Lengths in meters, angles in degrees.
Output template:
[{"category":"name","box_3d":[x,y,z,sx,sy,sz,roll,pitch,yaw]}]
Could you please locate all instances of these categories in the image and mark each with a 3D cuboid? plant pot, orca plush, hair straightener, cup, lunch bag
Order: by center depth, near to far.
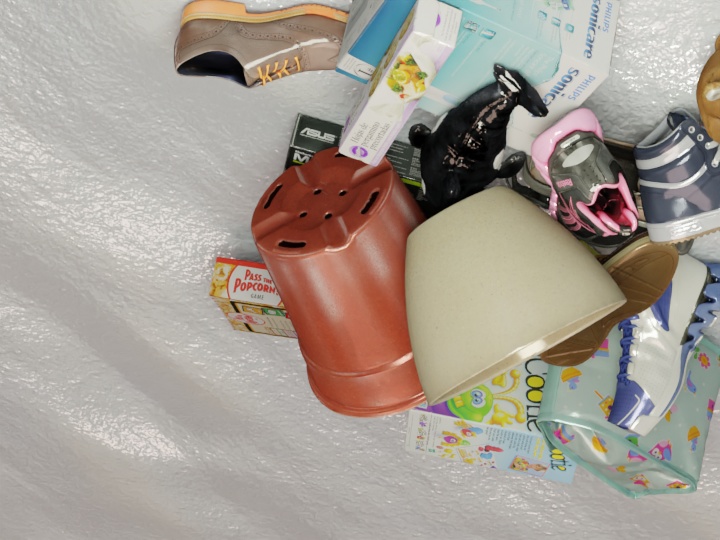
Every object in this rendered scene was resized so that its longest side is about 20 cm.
[{"category":"orca plush","box_3d":[0.100,-0.092,1.557,0.104,0.072,0.200,25,149,-21]},{"category":"cup","box_3d":[0.118,0.011,1.603,0.199,0.144,0.200,-26,172,-4]},{"category":"plant pot","box_3d":[0.000,0.000,1.719,0.199,0.202,0.196,-6,133,28]},{"category":"hair straightener","box_3d":[0.230,-0.059,1.721,0.198,0.041,0.077,21,-177,-9]},{"category":"lunch bag","box_3d":[0.272,0.125,1.895,0.199,0.172,0.121,30,154,-26]}]

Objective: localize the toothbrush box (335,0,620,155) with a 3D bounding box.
[{"category":"toothbrush box","box_3d":[0.099,-0.199,1.533,0.198,0.086,0.147,22,148,-13]}]

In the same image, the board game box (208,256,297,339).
[{"category":"board game box","box_3d":[-0.054,0.041,1.968,0.197,0.047,0.152,8,165,8]}]

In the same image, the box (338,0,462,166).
[{"category":"box","box_3d":[0.031,-0.156,1.508,0.038,0.042,0.200,20,150,-9]}]

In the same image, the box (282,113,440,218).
[{"category":"box","box_3d":[0.013,-0.063,1.820,0.198,0.048,0.194,15,146,-1]}]

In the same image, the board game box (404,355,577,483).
[{"category":"board game box","box_3d":[0.158,0.158,2.056,0.197,0.104,0.105,11,148,4]}]

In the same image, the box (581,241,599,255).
[{"category":"box","box_3d":[0.161,0.030,1.885,0.050,0.076,0.199,37,143,-30]}]

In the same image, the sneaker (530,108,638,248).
[{"category":"sneaker","box_3d":[0.211,-0.057,1.570,0.079,0.096,0.200,-38,149,4]}]

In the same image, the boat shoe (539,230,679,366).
[{"category":"boat shoe","box_3d":[0.233,0.013,1.730,0.071,0.073,0.200,14,139,-19]}]

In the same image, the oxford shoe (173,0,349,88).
[{"category":"oxford shoe","box_3d":[-0.072,-0.192,1.620,0.197,0.074,0.072,4,147,14]}]

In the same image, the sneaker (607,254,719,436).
[{"category":"sneaker","box_3d":[0.280,0.057,1.799,0.114,0.201,0.081,31,171,-5]}]

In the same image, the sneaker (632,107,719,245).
[{"category":"sneaker","box_3d":[0.340,-0.104,1.607,0.198,0.070,0.110,-19,102,4]}]

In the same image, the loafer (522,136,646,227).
[{"category":"loafer","box_3d":[0.249,-0.089,1.672,0.198,0.072,0.063,12,142,7]}]

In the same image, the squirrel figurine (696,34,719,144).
[{"category":"squirrel figurine","box_3d":[0.376,-0.158,1.481,0.185,0.142,0.201,19,135,10]}]
